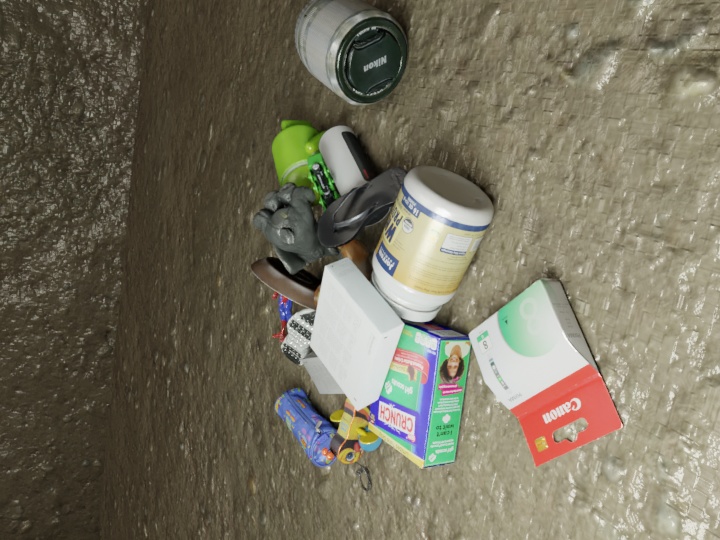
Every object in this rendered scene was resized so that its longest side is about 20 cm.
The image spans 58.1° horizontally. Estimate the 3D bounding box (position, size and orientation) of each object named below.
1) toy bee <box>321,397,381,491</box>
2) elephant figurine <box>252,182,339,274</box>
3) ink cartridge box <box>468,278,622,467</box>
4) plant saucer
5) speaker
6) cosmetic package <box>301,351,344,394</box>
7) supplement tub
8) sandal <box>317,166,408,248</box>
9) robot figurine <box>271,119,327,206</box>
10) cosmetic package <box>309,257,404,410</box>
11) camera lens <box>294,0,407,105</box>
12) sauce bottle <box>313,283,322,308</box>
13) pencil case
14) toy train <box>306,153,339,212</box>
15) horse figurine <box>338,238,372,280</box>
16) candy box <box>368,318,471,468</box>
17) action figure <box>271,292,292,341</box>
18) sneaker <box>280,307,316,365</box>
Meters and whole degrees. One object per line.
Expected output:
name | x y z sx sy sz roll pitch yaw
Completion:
toy bee | -0.014 0.307 1.181 0.130 0.107 0.205 -18 74 53
elephant figurine | -0.104 -0.063 1.259 0.139 0.201 0.157 7 57 38
ink cartridge box | 0.234 0.138 0.858 0.161 0.049 0.203 -47 49 46
plant saucer | -0.126 0.023 1.298 0.200 0.198 0.033 39 102 51
speaker | -0.013 -0.180 1.229 0.082 0.080 0.202 -57 43 38
cosmetic package | -0.048 0.187 1.234 0.084 0.050 0.199 59 156 -3
supplement tub | 0.101 -0.039 0.985 0.145 0.142 0.203 53 131 44
sandal | -0.002 -0.114 1.118 0.199 0.043 0.077 -36 70 20
robot figurine | -0.121 -0.222 1.363 0.176 0.113 0.203 -57 42 49
cosmetic package | -0.012 0.104 1.036 0.151 0.051 0.202 51 145 31
camera lens | -0.019 -0.404 1.176 0.200 0.157 0.163 49 127 47
sauce bottle | -0.008 0.056 1.107 0.199 0.065 0.068 10 96 56
pencil case | -0.109 0.321 1.351 0.199 0.077 0.088 35 146 52
toy train | -0.059 -0.143 1.237 0.201 0.041 0.057 66 -172 -54
horse figurine | 0.000 0.000 1.180 0.132 0.049 0.204 163 89 -81
candy box | 0.091 0.188 1.050 0.168 0.076 0.205 16 102 58
action figure | -0.174 0.060 1.500 0.065 0.051 0.205 16 100 60
sneaker | -0.109 0.119 1.337 0.075 0.081 0.201 39 146 4
